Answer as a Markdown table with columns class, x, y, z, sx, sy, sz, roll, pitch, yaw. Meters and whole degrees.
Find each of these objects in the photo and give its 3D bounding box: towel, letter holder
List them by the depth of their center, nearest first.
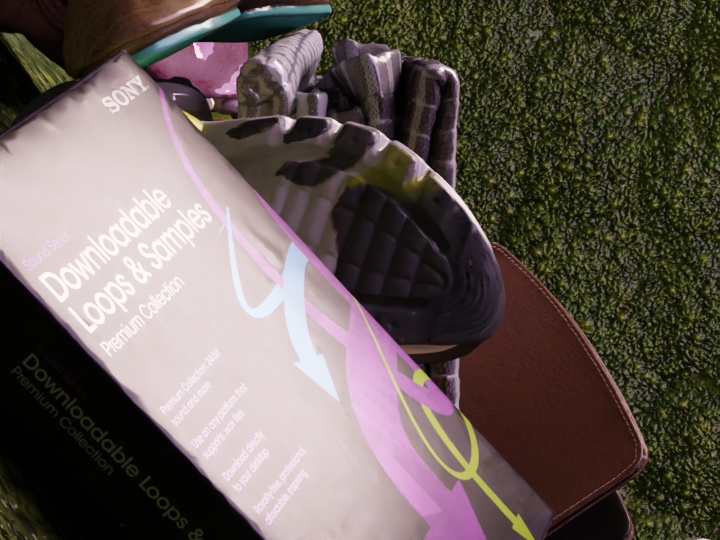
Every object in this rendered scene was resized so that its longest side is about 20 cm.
| class | x | y | z | sx | sy | sz | roll | pitch | yaw |
| --- | --- | --- | --- | --- | --- | --- | --- | --- | --- |
| towel | 0.000 | 0.000 | 0.974 | 0.166 | 0.085 | 0.200 | -76 | 165 | -83 |
| letter holder | 0.080 | 0.098 | 1.268 | 0.101 | 0.142 | 0.200 | 51 | 5 | -43 |

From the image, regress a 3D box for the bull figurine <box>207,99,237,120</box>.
| class | x | y | z | sx | sy | sz | roll | pitch | yaw |
| --- | --- | --- | --- | --- | --- | --- | --- | --- | --- |
| bull figurine | -0.040 | -0.012 | 1.226 | 0.200 | 0.065 | 0.121 | 48 | -31 | 11 |

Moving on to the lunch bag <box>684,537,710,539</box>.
| class | x | y | z | sx | sy | sz | roll | pitch | yaw |
| --- | --- | --- | --- | --- | --- | --- | --- | --- | --- |
| lunch bag | 0.125 | 0.206 | 0.892 | 0.200 | 0.139 | 0.168 | 53 | -20 | -17 |

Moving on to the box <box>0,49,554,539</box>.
| class | x | y | z | sx | sy | sz | roll | pitch | yaw |
| --- | --- | --- | --- | --- | --- | --- | --- | --- | --- |
| box | -0.034 | 0.035 | 0.663 | 0.200 | 0.036 | 0.143 | 46 | 25 | -4 |

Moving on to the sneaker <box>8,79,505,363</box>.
| class | x | y | z | sx | sy | sz | roll | pitch | yaw |
| --- | --- | --- | --- | --- | --- | --- | --- | --- | --- |
| sneaker | -0.032 | -0.014 | 0.831 | 0.200 | 0.075 | 0.085 | 22 | -13 | 26 |

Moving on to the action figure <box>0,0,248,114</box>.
| class | x | y | z | sx | sy | sz | roll | pitch | yaw |
| --- | --- | --- | --- | --- | --- | --- | --- | --- | --- |
| action figure | -0.118 | -0.111 | 1.021 | 0.200 | 0.134 | 0.149 | 90 | -20 | -89 |

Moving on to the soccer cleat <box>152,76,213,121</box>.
| class | x | y | z | sx | sy | sz | roll | pitch | yaw |
| --- | --- | --- | --- | --- | --- | --- | --- | --- | --- |
| soccer cleat | -0.077 | -0.017 | 1.047 | 0.200 | 0.068 | 0.073 | 64 | 20 | -68 |

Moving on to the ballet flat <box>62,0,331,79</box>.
| class | x | y | z | sx | sy | sz | roll | pitch | yaw |
| --- | --- | --- | --- | --- | --- | --- | --- | --- | --- |
| ballet flat | -0.070 | -0.120 | 0.924 | 0.200 | 0.068 | 0.072 | -29 | 98 | -62 |
